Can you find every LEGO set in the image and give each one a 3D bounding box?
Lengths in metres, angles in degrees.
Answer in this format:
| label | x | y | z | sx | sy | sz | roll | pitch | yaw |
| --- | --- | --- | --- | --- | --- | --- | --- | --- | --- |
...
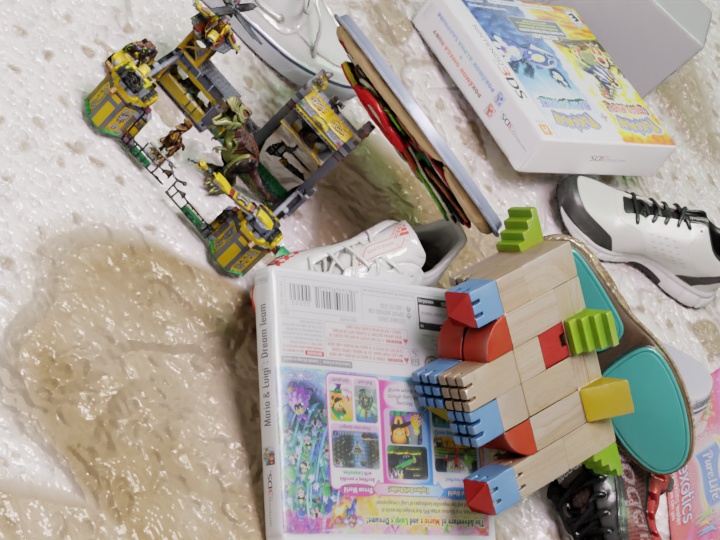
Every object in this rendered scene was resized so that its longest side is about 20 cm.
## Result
| label | x | y | z | sx | sy | sz | roll | pitch | yaw |
| --- | --- | --- | --- | --- | --- | --- | --- | --- | --- |
| LEGO set | -0.083 | -0.110 | 1.350 | 0.201 | 0.116 | 0.154 | 52 | 35 | 5 |

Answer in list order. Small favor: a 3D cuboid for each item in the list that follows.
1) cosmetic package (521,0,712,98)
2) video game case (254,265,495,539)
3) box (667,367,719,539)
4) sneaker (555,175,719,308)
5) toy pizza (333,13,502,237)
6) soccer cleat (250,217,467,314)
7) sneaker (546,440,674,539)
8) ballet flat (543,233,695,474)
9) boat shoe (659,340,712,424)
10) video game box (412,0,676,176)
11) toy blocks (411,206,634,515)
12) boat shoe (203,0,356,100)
| label | x | y | z | sx | sy | sz | roll | pitch | yaw |
| --- | --- | --- | --- | --- | --- | --- | --- | --- | --- |
| cosmetic package | 0.228 | -0.265 | 1.820 | 0.200 | 0.102 | 0.074 | 40 | 39 | -14 |
| video game case | 0.012 | 0.097 | 1.309 | 0.199 | 0.024 | 0.184 | 8 | 74 | -42 |
| box | 0.311 | 0.185 | 1.527 | 0.102 | 0.095 | 0.201 | 29 | 42 | -24 |
| sneaker | 0.256 | -0.040 | 1.678 | 0.199 | 0.080 | 0.074 | 24 | 46 | -28 |
| toy pizza | 0.034 | -0.100 | 1.396 | 0.201 | 0.032 | 0.200 | 53 | 2 | -3 |
| soccer cleat | 0.000 | 0.000 | 1.373 | 0.199 | 0.085 | 0.069 | -13 | 69 | -50 |
| sneaker | 0.180 | 0.185 | 1.414 | 0.098 | 0.071 | 0.201 | 35 | 37 | -19 |
| ballet flat | 0.186 | 0.056 | 1.413 | 0.201 | 0.070 | 0.065 | 61 | 8 | -10 |
| boat shoe | 0.180 | 0.070 | 1.503 | 0.199 | 0.070 | 0.071 | 29 | 41 | 20 |
| video game box | 0.164 | -0.164 | 1.693 | 0.199 | 0.047 | 0.183 | -2 | 53 | -47 |
| toy blocks | 0.099 | 0.074 | 1.327 | 0.136 | 0.099 | 0.202 | -25 | 107 | -35 |
| boat shoe | -0.057 | -0.222 | 1.501 | 0.202 | 0.086 | 0.075 | 41 | 38 | -11 |
